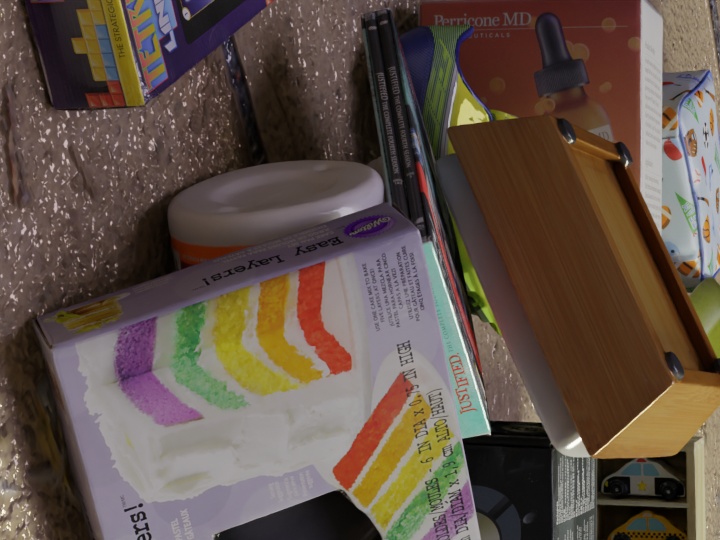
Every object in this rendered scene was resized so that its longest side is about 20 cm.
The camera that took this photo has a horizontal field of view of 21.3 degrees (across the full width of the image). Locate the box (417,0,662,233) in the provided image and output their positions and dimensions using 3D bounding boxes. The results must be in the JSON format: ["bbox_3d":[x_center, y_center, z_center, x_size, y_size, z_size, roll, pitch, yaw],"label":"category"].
[{"bbox_3d":[0.120,-0.075,1.274,0.106,0.151,0.202,0,90,-74],"label":"box"}]

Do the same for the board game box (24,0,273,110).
[{"bbox_3d":[-0.106,-0.199,0.899,0.165,0.056,0.202,-47,133,-54],"label":"board game box"}]

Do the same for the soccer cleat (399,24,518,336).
[{"bbox_3d":[0.073,-0.059,1.200,0.065,0.083,0.202,157,-87,-83],"label":"soccer cleat"}]

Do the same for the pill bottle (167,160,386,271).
[{"bbox_3d":[-0.031,0.053,0.996,0.114,0.113,0.202,-38,124,-60],"label":"pill bottle"}]

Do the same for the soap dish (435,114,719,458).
[{"bbox_3d":[0.132,0.008,1.099,0.157,0.081,0.201,12,53,-64],"label":"soap dish"}]

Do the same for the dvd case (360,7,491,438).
[{"bbox_3d":[0.035,-0.028,1.047,0.201,0.022,0.147,-96,170,-47],"label":"dvd case"}]

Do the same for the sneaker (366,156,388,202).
[{"bbox_3d":[0.000,0.000,1.130,0.201,0.080,0.071,-88,153,-56],"label":"sneaker"}]

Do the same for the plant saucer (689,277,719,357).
[{"bbox_3d":[0.292,0.105,1.732,0.200,0.031,0.201,-50,154,-36],"label":"plant saucer"}]

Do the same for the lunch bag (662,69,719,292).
[{"bbox_3d":[0.294,-0.080,1.769,0.160,0.075,0.202,-42,127,-61],"label":"lunch bag"}]

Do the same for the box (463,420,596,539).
[{"bbox_3d":[0.051,0.190,1.123,0.086,0.162,0.202,-2,93,-66],"label":"box"}]

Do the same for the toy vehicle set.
[{"bbox_3d":[0.124,0.168,1.241,0.026,0.198,0.126,-12,100,-66],"label":"toy vehicle set"}]

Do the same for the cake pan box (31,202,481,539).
[{"bbox_3d":[-0.043,0.089,0.910,0.052,0.183,0.202,-134,-149,-64],"label":"cake pan box"}]
